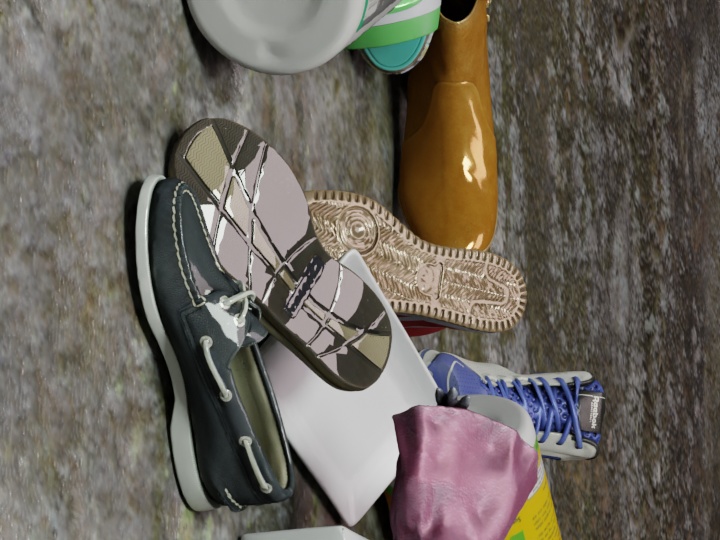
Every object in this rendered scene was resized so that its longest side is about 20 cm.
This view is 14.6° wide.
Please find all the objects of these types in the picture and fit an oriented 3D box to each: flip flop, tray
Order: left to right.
[{"bbox_3d":[-0.054,-0.005,1.667,0.200,0.058,0.081,50,62,-31],"label":"flip flop"},{"bbox_3d":[-0.011,0.074,1.784,0.107,0.022,0.200,-50,144,-15],"label":"tray"}]

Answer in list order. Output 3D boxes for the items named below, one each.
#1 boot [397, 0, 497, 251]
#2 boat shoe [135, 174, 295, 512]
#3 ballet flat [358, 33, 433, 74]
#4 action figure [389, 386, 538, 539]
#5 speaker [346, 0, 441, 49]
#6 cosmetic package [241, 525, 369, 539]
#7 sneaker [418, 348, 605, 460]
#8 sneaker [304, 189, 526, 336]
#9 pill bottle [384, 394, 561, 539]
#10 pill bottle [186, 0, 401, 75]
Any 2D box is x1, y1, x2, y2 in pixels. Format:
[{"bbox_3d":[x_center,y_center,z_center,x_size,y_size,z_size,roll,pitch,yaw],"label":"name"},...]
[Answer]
[{"bbox_3d":[0.062,-0.118,1.983,0.144,0.071,0.201,92,-4,-48],"label":"boot"},{"bbox_3d":[-0.080,0.039,1.587,0.076,0.060,0.200,-55,137,-62],"label":"boat shoe"},{"bbox_3d":[0.019,-0.238,1.947,0.072,0.072,0.201,-35,119,-69],"label":"ballet flat"},{"bbox_3d":[0.039,0.178,1.679,0.149,0.134,0.200,137,-30,-59],"label":"action figure"},{"bbox_3d":[0.000,-0.252,1.861,0.088,0.088,0.200,-45,128,-66],"label":"speaker"},{"bbox_3d":[-0.007,0.225,1.734,0.200,0.074,0.102,34,52,-65],"label":"cosmetic package"},{"bbox_3d":[0.116,0.098,2.060,0.199,0.115,0.081,27,58,-68],"label":"sneaker"},{"bbox_3d":[0.000,0.000,1.839,0.200,0.112,0.071,21,76,-35],"label":"sneaker"},{"bbox_3d":[0.085,0.197,1.949,0.111,0.111,0.200,-64,143,-57],"label":"pill bottle"},{"bbox_3d":[-0.025,-0.196,1.731,0.200,0.113,0.113,-47,129,-66],"label":"pill bottle"}]
